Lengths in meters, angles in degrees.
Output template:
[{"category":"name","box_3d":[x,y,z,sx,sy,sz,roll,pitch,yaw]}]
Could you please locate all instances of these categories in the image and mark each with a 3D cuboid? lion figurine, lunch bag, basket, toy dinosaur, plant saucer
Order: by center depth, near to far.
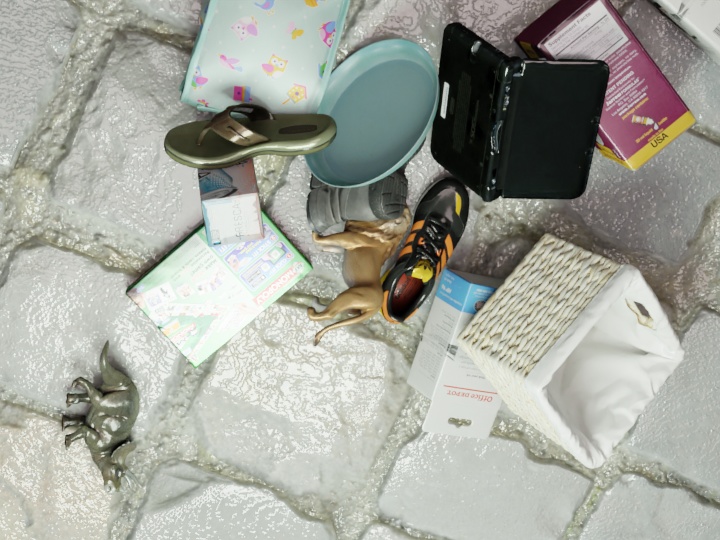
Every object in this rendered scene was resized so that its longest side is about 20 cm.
[{"category":"lunch bag","box_3d":[-0.112,-0.270,1.644,0.170,0.122,0.200,16,99,-11]},{"category":"plant saucer","box_3d":[0.016,-0.185,1.657,0.200,0.200,0.027,-51,135,6]},{"category":"basket","box_3d":[0.258,0.097,1.698,0.200,0.161,0.198,-50,133,-12]},{"category":"lion figurine","box_3d":[0.000,0.000,1.715,0.122,0.072,0.200,0,69,5]},{"category":"toy dinosaur","box_3d":[-0.323,0.181,1.762,0.102,0.077,0.200,7,98,-20]}]

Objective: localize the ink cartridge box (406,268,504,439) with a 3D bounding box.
[{"category":"ink cartridge box","box_3d":[0.136,0.108,1.768,0.116,0.068,0.200,12,102,-33]}]

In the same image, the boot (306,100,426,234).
[{"category":"boot","box_3d":[0.002,-0.142,1.704,0.132,0.200,0.070,-6,141,36]}]

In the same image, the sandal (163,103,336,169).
[{"category":"sandal","box_3d":[-0.129,-0.167,1.599,0.201,0.080,0.057,-8,133,1]}]

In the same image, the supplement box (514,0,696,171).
[{"category":"supplement box","box_3d":[0.298,-0.234,1.692,0.103,0.131,0.200,-39,103,4]}]

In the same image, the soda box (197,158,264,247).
[{"category":"soda box","box_3d":[-0.157,-0.106,1.635,0.068,0.200,0.064,-9,121,-5]}]

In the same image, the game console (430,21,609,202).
[{"category":"game console","box_3d":[0.186,-0.191,1.668,0.116,0.176,0.200,-23,137,-29]}]

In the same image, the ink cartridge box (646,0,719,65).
[{"category":"ink cartridge box","box_3d":[0.437,-0.362,1.702,0.200,0.083,0.147,38,96,-13]}]

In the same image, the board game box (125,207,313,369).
[{"category":"board game box","box_3d":[-0.178,0.011,1.750,0.200,0.029,0.135,-40,105,4]}]

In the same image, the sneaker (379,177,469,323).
[{"category":"sneaker","box_3d":[0.085,-0.020,1.740,0.070,0.090,0.200,26,99,-11]}]
